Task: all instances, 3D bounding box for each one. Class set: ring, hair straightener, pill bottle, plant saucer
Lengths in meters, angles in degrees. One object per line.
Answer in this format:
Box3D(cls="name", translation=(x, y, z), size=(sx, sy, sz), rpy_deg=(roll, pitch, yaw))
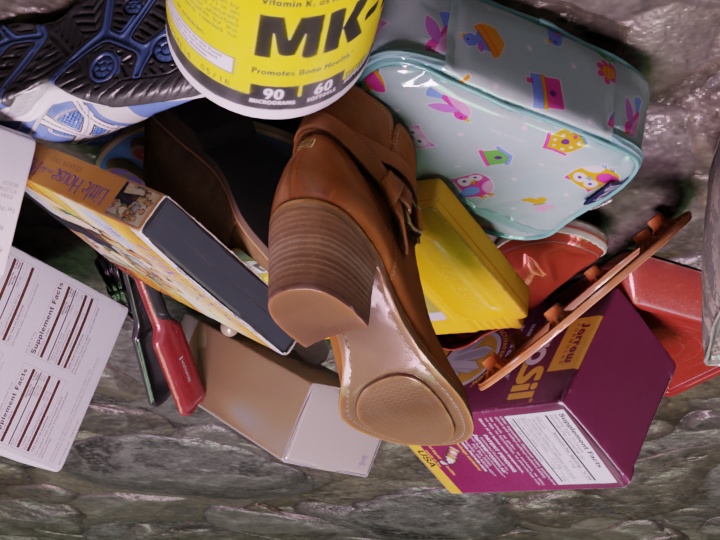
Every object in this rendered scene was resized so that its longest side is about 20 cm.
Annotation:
Box3D(cls="ring", translation=(0.160, 0.018, 0.917), size=(0.019, 0.200, 0.200), rpy_deg=(51, 149, 6))
Box3D(cls="hair straightener", translation=(-0.193, 0.035, 1.038), size=(0.077, 0.041, 0.200), rpy_deg=(8, 132, 34))
Box3D(cls="pill bottle", translation=(-0.036, -0.170, 0.594), size=(0.114, 0.114, 0.200), rpy_deg=(7, 154, -6))
Box3D(cls="plant saucer", translation=(0.260, 0.059, 1.107), size=(0.200, 0.037, 0.200), rpy_deg=(14, 152, -21))

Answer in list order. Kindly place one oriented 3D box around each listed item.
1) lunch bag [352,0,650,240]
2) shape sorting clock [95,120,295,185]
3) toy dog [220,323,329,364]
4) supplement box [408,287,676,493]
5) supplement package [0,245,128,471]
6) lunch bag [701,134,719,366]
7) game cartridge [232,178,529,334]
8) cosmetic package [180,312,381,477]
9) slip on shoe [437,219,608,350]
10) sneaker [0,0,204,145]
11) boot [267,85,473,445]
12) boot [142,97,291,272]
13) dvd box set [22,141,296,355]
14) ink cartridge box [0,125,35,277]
Box3D(cls="lunch bag", translation=(0.070, -0.089, 0.779), size=(0.200, 0.077, 0.160), rpy_deg=(20, 150, -19))
Box3D(cls="shape sorting clock", translation=(-0.099, -0.052, 0.928), size=(0.200, 0.039, 0.200), rpy_deg=(3, 154, 1))
Box3D(cls="toy dog", translation=(-0.034, 0.039, 1.037), size=(0.132, 0.096, 0.200), rpy_deg=(27, 146, -38))
Box3D(cls="supplement box", translation=(0.143, 0.107, 1.056), size=(0.200, 0.131, 0.103), rpy_deg=(-14, 123, 47))
Box3D(cls="supplement package", translation=(-0.336, 0.044, 0.978), size=(0.191, 0.147, 0.200), rpy_deg=(9, 162, 41))
Box3D(cls="lunch bag", translation=(0.271, -0.048, 0.742), size=(0.117, 0.164, 0.200), rpy_deg=(5, 155, 10))
Box3D(cls="game cartridge", translation=(0.000, 0.000, 0.866), size=(0.200, 0.032, 0.176), rpy_deg=(-3, 152, 30))
Box3D(cls="cosmetic package", translation=(-0.077, 0.107, 1.097), size=(0.105, 0.071, 0.200), rpy_deg=(19, -178, -44))
Box3D(cls="slip on shoe", translation=(0.123, 0.013, 1.003), size=(0.074, 0.061, 0.200), rpy_deg=(22, 146, -29))
Box3D(cls="sneaker", translation=(-0.159, -0.121, 0.772), size=(0.200, 0.076, 0.077), rpy_deg=(0, 162, 29))
Box3D(cls="boot", translation=(0.017, -0.001, 0.711), size=(0.074, 0.155, 0.200), rpy_deg=(-10, 140, 21))
Box3D(cls="boot", translation=(-0.072, -0.037, 0.790), size=(0.074, 0.200, 0.076), rpy_deg=(-14, 141, -43))
Box3D(cls="dvd box set", translation=(-0.140, -0.019, 0.805), size=(0.200, 0.029, 0.146), rpy_deg=(22, 164, 45))
Box3D(cls="ink cartridge box", translation=(-0.314, -0.020, 0.811), size=(0.200, 0.174, 0.044), rpy_deg=(12, 177, 30))
